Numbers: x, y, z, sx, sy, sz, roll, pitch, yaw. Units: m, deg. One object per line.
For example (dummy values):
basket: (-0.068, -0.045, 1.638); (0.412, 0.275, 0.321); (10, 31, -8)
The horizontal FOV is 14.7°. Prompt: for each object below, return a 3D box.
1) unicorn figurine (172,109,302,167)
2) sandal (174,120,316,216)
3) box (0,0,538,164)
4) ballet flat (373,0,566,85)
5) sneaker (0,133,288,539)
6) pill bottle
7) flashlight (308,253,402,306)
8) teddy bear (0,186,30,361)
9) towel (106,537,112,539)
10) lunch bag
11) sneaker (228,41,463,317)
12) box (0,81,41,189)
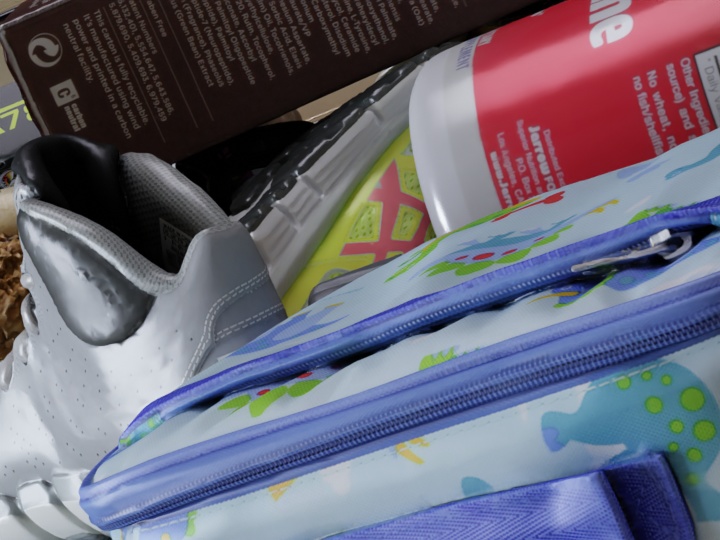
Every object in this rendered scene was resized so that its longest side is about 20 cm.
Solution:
unicorn figurine: (-0.088, 0.006, 1.175); (0.200, 0.074, 0.137); (-41, -22, 6)
sandal: (-0.037, -0.039, 1.074); (0.075, 0.048, 0.200); (-4, 13, 18)
box: (-0.024, -0.101, 1.009); (0.199, 0.075, 0.100); (-25, 10, 3)
ballet flat: (0.049, -0.072, 1.084); (0.071, 0.069, 0.200); (-26, 6, -22)
sneaker: (-0.083, 0.019, 0.800); (0.200, 0.116, 0.075); (-11, 12, 46)
pill bottle: (0.126, -0.050, 0.882); (0.199, 0.113, 0.112); (-21, 6, 19)
flashlight: (0.087, 0.005, 0.796); (0.199, 0.068, 0.068); (-17, -13, 11)
teddy bear: (-0.146, -0.009, 0.970); (0.067, 0.145, 0.200); (-53, 17, -11)
towel: (-0.123, 0.109, 0.837); (0.199, 0.035, 0.192); (-22, 8, -17)
lunch bag: (0.046, 0.030, 0.632); (0.200, 0.083, 0.161); (-20, 9, 34)
sneaker: (0.000, 0.000, 0.939); (0.078, 0.090, 0.200); (-33, 13, 49)
box: (-0.124, -0.010, 1.243); (0.192, 0.048, 0.200); (-22, -36, -5)
